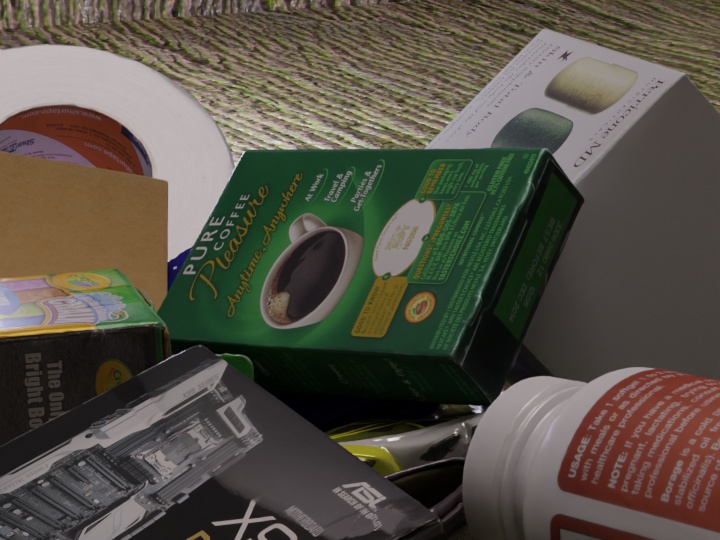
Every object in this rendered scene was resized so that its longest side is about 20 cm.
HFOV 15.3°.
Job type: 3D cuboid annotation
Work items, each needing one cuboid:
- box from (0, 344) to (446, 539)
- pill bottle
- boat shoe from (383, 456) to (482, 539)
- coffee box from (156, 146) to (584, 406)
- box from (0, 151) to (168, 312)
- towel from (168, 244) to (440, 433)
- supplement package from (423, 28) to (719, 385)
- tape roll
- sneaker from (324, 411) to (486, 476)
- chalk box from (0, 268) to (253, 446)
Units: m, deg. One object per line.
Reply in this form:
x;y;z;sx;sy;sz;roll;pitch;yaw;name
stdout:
-0.077;0.113;1.046;0.157;0.050;0.200;-27;30;-20;box
0.140;0.100;1.090;0.112;0.113;0.199;-13;17;-41;pill bottle
-0.029;0.122;1.126;0.199;0.065;0.072;-10;18;-30;boat shoe
0.000;0.000;1.282;0.199;0.044;0.123;1;55;40;coffee box
-0.179;-0.001;1.382;0.162;0.021;0.200;9;31;-10;box
-0.052;0.050;1.372;0.147;0.050;0.200;-32;35;-21;towel
0.124;-0.012;1.387;0.152;0.151;0.200;-45;20;-4;supplement package
-0.175;-0.038;1.566;0.199;0.066;0.201;7;50;-8;tape roll
0.039;0.092;1.233;0.199;0.075;0.085;-2;12;0;sneaker
-0.149;0.073;1.237;0.199;0.125;0.124;-4;12;-14;chalk box
